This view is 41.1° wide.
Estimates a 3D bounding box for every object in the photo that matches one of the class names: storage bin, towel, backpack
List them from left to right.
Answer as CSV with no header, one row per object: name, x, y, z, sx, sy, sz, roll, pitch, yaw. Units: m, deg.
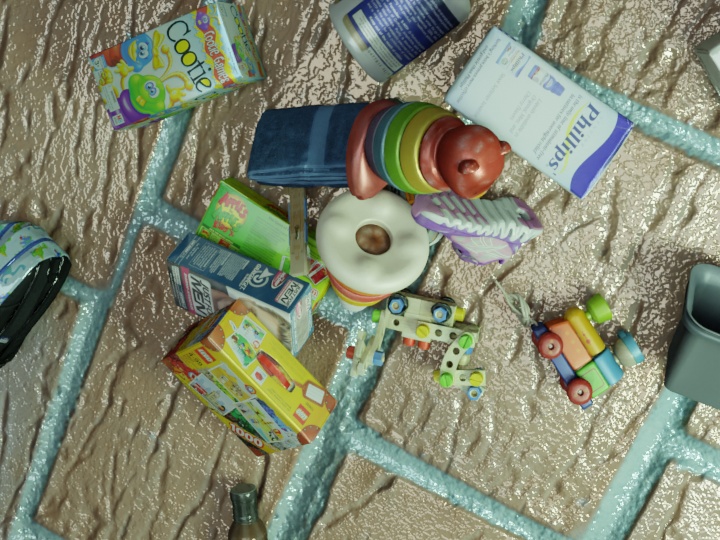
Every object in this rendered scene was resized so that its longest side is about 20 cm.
backpack,-0.512,0.027,1.388,0.199,0.163,0.155,-38,77,10
towel,-0.055,-0.165,1.256,0.197,0.048,0.114,2,74,30
storage bin,0.476,0.099,1.192,0.197,0.146,0.136,21,132,7

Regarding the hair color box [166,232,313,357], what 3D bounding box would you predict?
hair color box,-0.163,0.034,1.307,0.197,0.061,0.101,22,142,18

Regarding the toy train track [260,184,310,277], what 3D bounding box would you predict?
toy train track,-0.079,-0.088,1.293,0.113,0.032,0.204,-11,69,25

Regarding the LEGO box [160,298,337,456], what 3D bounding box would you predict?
LEGO box,-0.152,0.151,1.308,0.200,0.078,0.148,47,142,-15

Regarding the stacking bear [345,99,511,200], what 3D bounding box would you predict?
stacking bear,0.084,-0.135,1.109,0.199,0.120,0.116,19,125,50

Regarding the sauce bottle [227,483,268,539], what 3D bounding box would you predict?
sauce bottle,-0.167,0.420,1.429,0.063,0.065,0.204,-3,100,13

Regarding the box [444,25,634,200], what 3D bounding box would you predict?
box,0.213,-0.189,1.159,0.199,0.184,0.106,36,102,3

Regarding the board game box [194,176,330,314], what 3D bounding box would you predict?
board game box,-0.127,-0.033,1.339,0.198,0.048,0.103,32,106,5

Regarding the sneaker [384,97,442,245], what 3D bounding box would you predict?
sneaker,0.065,-0.128,1.260,0.073,0.079,0.204,-16,96,17

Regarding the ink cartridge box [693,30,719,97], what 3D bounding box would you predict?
ink cartridge box,0.511,-0.247,1.099,0.198,0.145,0.149,-33,94,17

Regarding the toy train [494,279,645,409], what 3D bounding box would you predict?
toy train,0.276,0.067,1.253,0.115,0.085,0.202,-33,92,6

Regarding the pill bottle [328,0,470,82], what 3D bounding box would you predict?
pill bottle,0.069,-0.340,1.196,0.199,0.120,0.121,-34,92,17

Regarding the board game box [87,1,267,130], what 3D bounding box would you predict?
board game box,-0.244,-0.273,1.289,0.197,0.103,0.107,-18,97,16

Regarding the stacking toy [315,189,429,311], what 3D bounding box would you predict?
stacking toy,0.000,0.000,1.257,0.145,0.147,0.201,31,150,5

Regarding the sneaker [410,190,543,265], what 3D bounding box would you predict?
sneaker,0.140,-0.049,1.222,0.089,0.197,0.081,-55,44,32

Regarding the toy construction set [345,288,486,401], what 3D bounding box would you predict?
toy construction set,0.080,0.101,1.301,0.196,0.092,0.134,8,103,0
